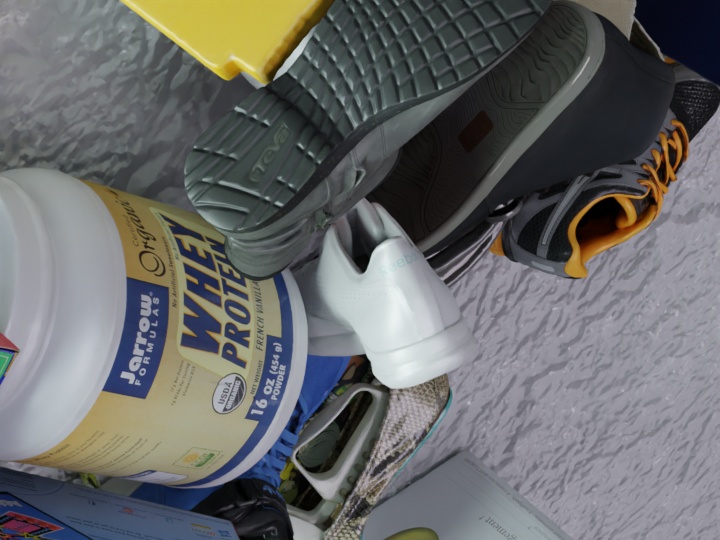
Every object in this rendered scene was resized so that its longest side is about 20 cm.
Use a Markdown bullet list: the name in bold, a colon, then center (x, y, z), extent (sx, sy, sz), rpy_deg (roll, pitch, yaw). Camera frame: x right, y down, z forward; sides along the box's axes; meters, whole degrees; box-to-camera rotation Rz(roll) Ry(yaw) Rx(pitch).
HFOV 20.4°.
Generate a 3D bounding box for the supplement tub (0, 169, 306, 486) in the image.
- **supplement tub**: center (-0.140, 0.030, 1.017), extent (0.200, 0.144, 0.145), rpy_deg (16, 107, -49)

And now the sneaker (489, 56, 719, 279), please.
- **sneaker**: center (0.174, -0.063, 1.312), extent (0.200, 0.077, 0.078), rpy_deg (-42, 138, -14)

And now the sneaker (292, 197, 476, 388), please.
- **sneaker**: center (0.000, 0.000, 1.075), extent (0.075, 0.200, 0.089), rpy_deg (-26, 105, -17)

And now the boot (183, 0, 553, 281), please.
- **boot**: center (0.004, -0.077, 0.942), extent (0.200, 0.068, 0.131), rpy_deg (-38, 169, 0)

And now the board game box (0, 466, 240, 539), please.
- **board game box**: center (-0.144, 0.136, 0.995), extent (0.200, 0.103, 0.019), rpy_deg (17, 105, -24)

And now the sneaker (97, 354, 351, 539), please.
- **sneaker**: center (-0.056, 0.114, 1.141), extent (0.200, 0.111, 0.077), rpy_deg (-41, 136, -14)

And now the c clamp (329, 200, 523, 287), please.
- **c clamp**: center (0.044, -0.079, 1.187), extent (0.171, 0.027, 0.200), rpy_deg (-30, 122, -20)

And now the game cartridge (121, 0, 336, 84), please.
- **game cartridge**: center (-0.055, -0.207, 0.918), extent (0.200, 0.176, 0.032), rpy_deg (-52, 167, 1)

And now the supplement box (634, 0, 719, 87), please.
- **supplement box**: center (0.288, -0.191, 1.299), extent (0.200, 0.110, 0.109), rpy_deg (-11, 126, -38)

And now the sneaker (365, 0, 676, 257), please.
- **sneaker**: center (0.090, -0.060, 1.146), extent (0.200, 0.075, 0.106), rpy_deg (-42, 142, 25)

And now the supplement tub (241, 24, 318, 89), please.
- **supplement tub**: center (0.010, -0.188, 1.009), extent (0.200, 0.144, 0.144), rpy_deg (-41, 139, -13)

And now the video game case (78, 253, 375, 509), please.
- **video game case**: center (-0.073, 0.109, 1.235), extent (0.200, 0.036, 0.181), rpy_deg (-34, 137, -21)

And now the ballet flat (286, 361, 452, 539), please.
- **ballet flat**: center (-0.018, 0.135, 1.238), extent (0.075, 0.068, 0.200), rpy_deg (28, 93, -29)

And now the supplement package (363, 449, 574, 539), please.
- **supplement package**: center (0.060, 0.267, 1.359), extent (0.200, 0.191, 0.147), rpy_deg (-31, 135, -24)

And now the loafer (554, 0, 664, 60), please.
- **loafer**: center (0.126, -0.147, 1.181), extent (0.200, 0.068, 0.076), rpy_deg (20, 78, -59)

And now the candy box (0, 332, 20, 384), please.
- **candy box**: center (-0.269, 0.072, 0.917), extent (0.077, 0.169, 0.200), rpy_deg (15, 108, -50)
